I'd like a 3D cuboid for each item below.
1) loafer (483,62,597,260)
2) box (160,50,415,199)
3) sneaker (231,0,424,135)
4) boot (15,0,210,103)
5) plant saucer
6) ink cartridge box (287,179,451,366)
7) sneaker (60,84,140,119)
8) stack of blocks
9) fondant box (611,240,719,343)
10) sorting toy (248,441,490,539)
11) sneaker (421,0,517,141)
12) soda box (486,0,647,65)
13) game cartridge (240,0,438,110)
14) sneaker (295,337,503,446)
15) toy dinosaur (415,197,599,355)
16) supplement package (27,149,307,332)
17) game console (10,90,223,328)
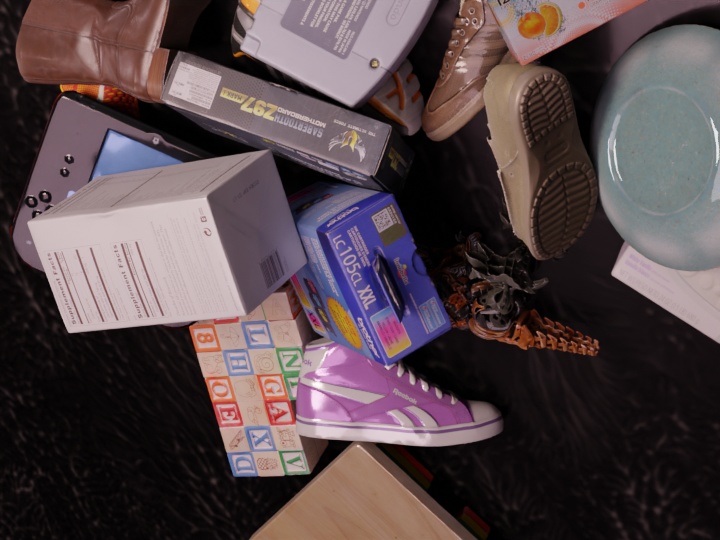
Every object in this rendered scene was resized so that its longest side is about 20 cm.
[{"bbox_3d":[0.148,-0.097,1.386,0.068,0.075,0.201,47,157,45],"label":"loafer"},{"bbox_3d":[-0.059,-0.124,1.440,0.199,0.158,0.051,21,90,9],"label":"box"},{"bbox_3d":[-0.030,-0.178,1.452,0.200,0.078,0.077,38,127,9],"label":"sneaker"},{"bbox_3d":[-0.226,-0.250,1.496,0.199,0.064,0.188,15,92,35],"label":"boot"},{"bbox_3d":[0.254,-0.098,1.343,0.200,0.039,0.203,7,100,45],"label":"plant saucer"},{"bbox_3d":[0.000,0.000,1.461,0.200,0.076,0.137,16,134,65],"label":"ink cartridge box"},{"bbox_3d":[-0.247,-0.096,1.589,0.077,0.073,0.202,17,117,35],"label":"sneaker"},{"bbox_3d":[-0.089,0.101,1.624,0.114,0.059,0.201,-4,114,22],"label":"stack of blocks"},{"bbox_3d":[0.323,-0.043,1.392,0.144,0.058,0.201,32,122,4],"label":"fondant box"},{"bbox_3d":[0.021,0.276,1.666,0.200,0.070,0.199,42,123,-4],"label":"sorting toy"},{"bbox_3d":[0.103,-0.201,1.387,0.075,0.071,0.200,37,113,-10],"label":"sneaker"},{"bbox_3d":[0.193,-0.242,1.291,0.199,0.064,0.069,-27,117,7],"label":"soda box"},{"bbox_3d":[0.000,-0.244,1.377,0.132,0.042,0.201,28,95,5],"label":"game cartridge"},{"bbox_3d":[0.041,0.104,1.559,0.199,0.073,0.115,4,94,-8],"label":"sneaker"},{"bbox_3d":[0.123,0.014,1.497,0.198,0.103,0.136,14,137,-7],"label":"toy dinosaur"},{"bbox_3d":[-0.168,-0.024,1.438,0.199,0.114,0.110,-6,111,32],"label":"supplement package"},{"bbox_3d":[-0.214,-0.052,1.536,0.199,0.031,0.178,24,116,-1],"label":"game console"}]
